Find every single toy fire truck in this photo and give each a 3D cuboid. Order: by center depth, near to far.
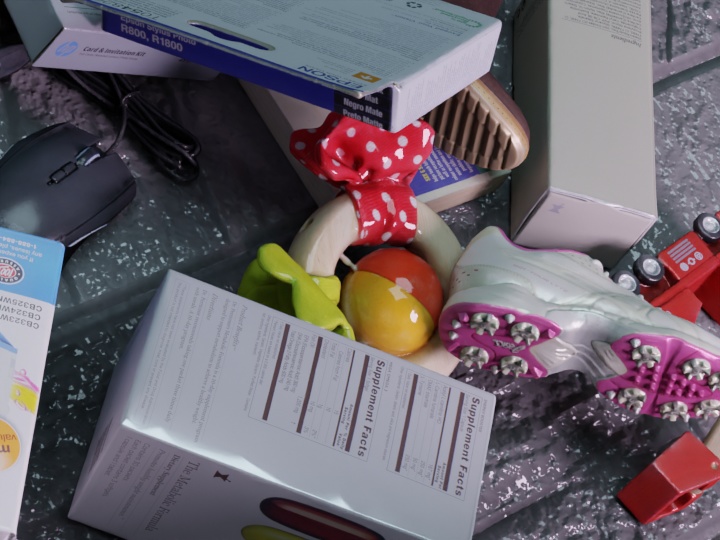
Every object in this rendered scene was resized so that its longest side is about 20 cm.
[{"bbox_3d":[0.210,0.057,1.406,0.200,0.049,0.141,-32,76,-37],"label":"toy fire truck"}]

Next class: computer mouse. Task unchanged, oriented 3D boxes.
[{"bbox_3d":[-0.194,-0.073,1.310,0.140,0.046,0.200,45,53,7],"label":"computer mouse"}]

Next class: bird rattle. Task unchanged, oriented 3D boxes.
[{"bbox_3d":[0.000,0.000,1.328,0.163,0.113,0.200,45,52,-21],"label":"bird rattle"}]

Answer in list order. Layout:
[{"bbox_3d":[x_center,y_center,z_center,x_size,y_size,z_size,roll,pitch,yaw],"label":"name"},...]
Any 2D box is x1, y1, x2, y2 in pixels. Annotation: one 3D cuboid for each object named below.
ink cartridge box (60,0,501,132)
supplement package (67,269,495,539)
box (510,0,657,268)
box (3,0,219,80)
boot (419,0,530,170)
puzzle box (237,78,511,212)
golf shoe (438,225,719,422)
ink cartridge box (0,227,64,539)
[{"bbox_3d":[-0.045,-0.137,1.295,0.200,0.041,0.200,21,26,20],"label":"ink cartridge box"},{"bbox_3d":[-0.042,0.103,1.221,0.200,0.114,0.110,21,51,-10],"label":"supplement package"},{"bbox_3d":[0.148,-0.107,1.472,0.082,0.068,0.200,15,55,-14],"label":"box"},{"bbox_3d":[-0.175,-0.213,1.383,0.156,0.041,0.200,0,55,-49],"label":"box"},{"bbox_3d":[0.072,-0.171,1.443,0.200,0.072,0.166,43,54,11],"label":"boot"},{"bbox_3d":[-0.006,-0.118,1.438,0.133,0.025,0.200,-20,69,-33],"label":"puzzle box"},{"bbox_3d":[0.147,0.028,1.324,0.200,0.075,0.092,17,48,-11],"label":"golf shoe"},{"bbox_3d":[-0.239,0.083,1.138,0.129,0.125,0.200,14,54,-15],"label":"ink cartridge box"}]
